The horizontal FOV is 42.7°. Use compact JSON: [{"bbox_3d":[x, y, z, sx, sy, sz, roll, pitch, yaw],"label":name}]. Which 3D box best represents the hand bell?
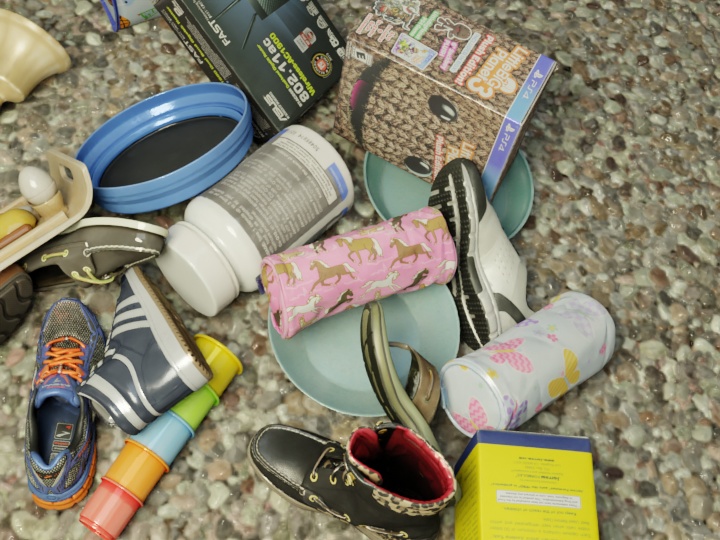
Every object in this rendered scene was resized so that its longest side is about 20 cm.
[{"bbox_3d":[-0.412,-0.173,1.009,0.103,0.104,0.202,23,73,6],"label":"hand bell"}]

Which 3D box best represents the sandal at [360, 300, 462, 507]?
[{"bbox_3d":[0.052,0.120,0.860,0.057,0.080,0.203,-26,93,-10],"label":"sandal"}]

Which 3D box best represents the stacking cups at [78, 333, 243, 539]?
[{"bbox_3d":[-0.191,0.155,0.863,0.060,0.061,0.201,31,65,10],"label":"stacking cups"}]

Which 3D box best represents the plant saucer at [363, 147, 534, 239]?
[{"bbox_3d":[0.098,-0.097,1.054,0.197,0.036,0.203,4,60,-7],"label":"plant saucer"}]

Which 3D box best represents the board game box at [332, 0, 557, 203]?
[{"bbox_3d":[0.084,-0.183,0.988,0.198,0.160,0.097,28,61,9],"label":"board game box"}]

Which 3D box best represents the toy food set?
[{"bbox_3d":[-0.359,-0.048,0.878,0.199,0.061,0.143,-37,30,-20],"label":"toy food set"}]

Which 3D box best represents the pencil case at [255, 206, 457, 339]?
[{"bbox_3d":[0.000,0.000,0.908,0.198,0.086,0.084,-19,96,-18],"label":"pencil case"}]

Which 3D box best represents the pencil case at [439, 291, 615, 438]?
[{"bbox_3d":[0.166,0.089,0.907,0.199,0.084,0.090,-26,36,-38],"label":"pencil case"}]

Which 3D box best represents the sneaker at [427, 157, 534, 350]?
[{"bbox_3d":[0.128,-0.021,0.968,0.079,0.073,0.203,-17,100,-28],"label":"sneaker"}]

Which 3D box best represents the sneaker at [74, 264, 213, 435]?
[{"bbox_3d":[-0.219,0.074,0.870,0.108,0.070,0.200,-40,38,-4],"label":"sneaker"}]

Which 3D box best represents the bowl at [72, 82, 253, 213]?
[{"bbox_3d":[-0.206,-0.130,0.976,0.198,0.040,0.202,-13,36,10],"label":"bowl"}]

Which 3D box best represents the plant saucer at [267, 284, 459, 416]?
[{"bbox_3d":[0.003,0.061,0.950,0.198,0.039,0.204,3,61,-6],"label":"plant saucer"}]

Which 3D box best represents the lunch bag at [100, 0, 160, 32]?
[{"bbox_3d":[-0.237,-0.399,1.081,0.168,0.201,0.125,-22,65,-20],"label":"lunch bag"}]

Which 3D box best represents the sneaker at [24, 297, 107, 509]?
[{"bbox_3d":[-0.273,0.113,0.857,0.074,0.079,0.203,-3,61,-10],"label":"sneaker"}]

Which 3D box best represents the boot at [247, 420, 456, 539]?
[{"bbox_3d":[-0.008,0.176,0.817,0.198,0.151,0.074,31,61,9],"label":"boot"}]

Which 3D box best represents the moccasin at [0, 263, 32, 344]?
[{"bbox_3d":[-0.399,0.063,0.868,0.201,0.074,0.078,-44,65,-6],"label":"moccasin"}]

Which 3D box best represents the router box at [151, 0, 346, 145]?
[{"bbox_3d":[-0.115,-0.270,1.049,0.150,0.062,0.201,-48,111,-27],"label":"router box"}]

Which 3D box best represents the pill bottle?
[{"bbox_3d":[-0.110,-0.051,0.953,0.114,0.114,0.200,41,63,15],"label":"pill bottle"}]

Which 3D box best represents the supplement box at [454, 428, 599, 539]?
[{"bbox_3d":[0.146,0.258,0.818,0.108,0.109,0.203,5,60,-5],"label":"supplement box"}]

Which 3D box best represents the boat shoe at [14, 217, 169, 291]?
[{"bbox_3d":[-0.266,-0.012,0.897,0.199,0.071,0.062,-4,72,34],"label":"boat shoe"}]
